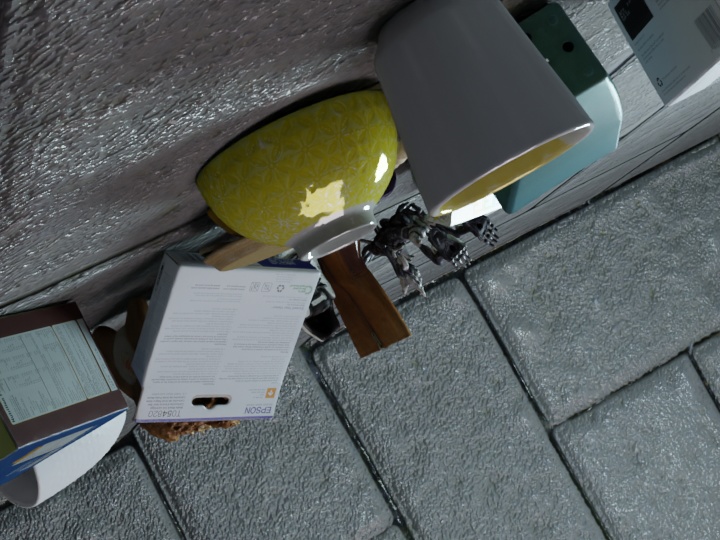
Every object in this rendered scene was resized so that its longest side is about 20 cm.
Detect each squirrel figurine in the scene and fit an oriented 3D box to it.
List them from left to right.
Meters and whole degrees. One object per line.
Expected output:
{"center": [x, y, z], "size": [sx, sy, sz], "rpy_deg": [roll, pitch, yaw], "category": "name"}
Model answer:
{"center": [-0.201, 0.111, 1.685], "size": [0.186, 0.201, 0.142], "rpy_deg": [-13, 161, -37], "category": "squirrel figurine"}

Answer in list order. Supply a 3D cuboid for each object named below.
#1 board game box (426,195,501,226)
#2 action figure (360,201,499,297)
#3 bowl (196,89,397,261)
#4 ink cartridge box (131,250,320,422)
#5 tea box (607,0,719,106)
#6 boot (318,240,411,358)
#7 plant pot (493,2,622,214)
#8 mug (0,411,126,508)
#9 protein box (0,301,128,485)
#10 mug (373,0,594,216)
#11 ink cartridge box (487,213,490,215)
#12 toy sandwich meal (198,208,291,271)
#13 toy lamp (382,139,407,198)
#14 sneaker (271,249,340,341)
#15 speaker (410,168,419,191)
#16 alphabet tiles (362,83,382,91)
{"center": [0.152, -0.138, 1.604], "size": [0.034, 0.135, 0.200], "rpy_deg": [18, -157, 31], "category": "board game box"}
{"center": [0.078, -0.028, 1.703], "size": [0.119, 0.102, 0.200], "rpy_deg": [-45, -157, -24], "category": "action figure"}
{"center": [-0.042, -0.073, 1.264], "size": [0.200, 0.108, 0.200], "rpy_deg": [-24, 173, -3], "category": "bowl"}
{"center": [-0.160, 0.078, 1.559], "size": [0.199, 0.041, 0.201], "rpy_deg": [4, 113, -40], "category": "ink cartridge box"}
{"center": [0.385, -0.288, 1.358], "size": [0.196, 0.134, 0.200], "rpy_deg": [-28, 174, -11], "category": "tea box"}
{"center": [0.000, 0.000, 1.666], "size": [0.068, 0.200, 0.188], "rpy_deg": [-24, 172, -40], "category": "boot"}
{"center": [0.172, -0.173, 1.344], "size": [0.141, 0.142, 0.200], "rpy_deg": [-32, 168, -4], "category": "plant pot"}
{"center": [-0.426, 0.207, 1.830], "size": [0.200, 0.148, 0.175], "rpy_deg": [7, -151, 42], "category": "mug"}
{"center": [-0.393, 0.147, 1.413], "size": [0.198, 0.135, 0.200], "rpy_deg": [-31, 174, 23], "category": "protein box"}
{"center": [0.077, -0.138, 1.111], "size": [0.149, 0.154, 0.186], "rpy_deg": [-24, 173, -38], "category": "mug"}
{"center": [0.219, -0.155, 1.932], "size": [0.146, 0.085, 0.200], "rpy_deg": [-29, 174, -5], "category": "ink cartridge box"}
{"center": [-0.082, -0.064, 1.445], "size": [0.205, 0.070, 0.205], "rpy_deg": [-22, 178, -1], "category": "toy sandwich meal"}
{"center": [0.036, -0.121, 1.489], "size": [0.058, 0.058, 0.200], "rpy_deg": [-26, 177, -26], "category": "toy lamp"}
{"center": [-0.066, 0.008, 1.649], "size": [0.076, 0.088, 0.200], "rpy_deg": [-38, 143, -14], "category": "sneaker"}
{"center": [0.111, -0.122, 1.721], "size": [0.088, 0.089, 0.200], "rpy_deg": [-29, 174, 4], "category": "speaker"}
{"center": [0.011, -0.158, 1.342], "size": [0.200, 0.006, 0.166], "rpy_deg": [-27, 174, -17], "category": "alphabet tiles"}
